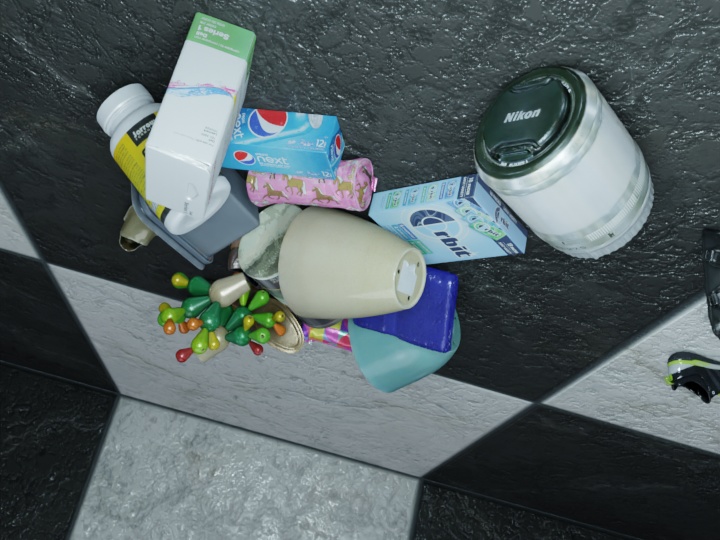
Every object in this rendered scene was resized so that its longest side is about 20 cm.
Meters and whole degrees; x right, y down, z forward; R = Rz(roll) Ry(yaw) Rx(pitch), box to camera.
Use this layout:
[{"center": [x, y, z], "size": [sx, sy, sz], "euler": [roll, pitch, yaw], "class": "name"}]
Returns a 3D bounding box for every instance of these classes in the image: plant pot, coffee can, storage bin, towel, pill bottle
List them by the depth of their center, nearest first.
[{"center": [-0.286, -0.162, 1.080], "size": [0.201, 0.112, 0.113], "euler": [51, 153, 4], "class": "pill bottle"}, {"center": [0.000, 0.000, 1.208], "size": [0.197, 0.191, 0.187], "euler": [10, 158, 37], "class": "plant pot"}, {"center": [-0.261, -0.122, 1.234], "size": [0.132, 0.148, 0.200], "euler": [-23, 143, 12], "class": "storage bin"}, {"center": [0.079, 0.050, 1.322], "size": [0.196, 0.049, 0.151], "euler": [17, 115, 29], "class": "towel"}, {"center": [-0.106, -0.005, 1.351], "size": [0.143, 0.149, 0.200], "euler": [-2, 151, 32], "class": "coffee can"}, {"center": [0.096, 0.114, 1.445], "size": [0.159, 0.205, 0.200], "euler": [-22, 139, 32], "class": "plant pot"}]

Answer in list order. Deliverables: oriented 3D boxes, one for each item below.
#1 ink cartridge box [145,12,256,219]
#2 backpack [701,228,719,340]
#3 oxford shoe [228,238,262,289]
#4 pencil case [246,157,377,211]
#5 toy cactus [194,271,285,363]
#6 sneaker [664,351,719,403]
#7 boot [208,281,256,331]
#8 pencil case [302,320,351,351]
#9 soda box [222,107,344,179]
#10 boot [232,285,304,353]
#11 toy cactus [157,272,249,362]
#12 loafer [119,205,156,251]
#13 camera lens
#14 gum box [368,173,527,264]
[{"center": [-0.204, -0.191, 0.952], "size": [0.082, 0.204, 0.145], "euler": [17, 155, -9], "class": "ink cartridge box"}, {"center": [0.586, 0.015, 1.022], "size": [0.197, 0.167, 0.152], "euler": [-16, 151, 38], "class": "backpack"}, {"center": [-0.184, 0.011, 1.516], "size": [0.198, 0.074, 0.071], "euler": [29, 152, -28], "class": "oxford shoe"}, {"center": [-0.075, -0.134, 1.146], "size": [0.195, 0.087, 0.084], "euler": [5, 135, 23], "class": "pencil case"}, {"center": [-0.224, 0.098, 1.335], "size": [0.200, 0.165, 0.103], "euler": [43, 172, 42], "class": "toy cactus"}, {"center": [0.685, 0.223, 1.464], "size": [0.195, 0.085, 0.072], "euler": [14, 156, 2], "class": "sneaker"}, {"center": [-0.292, 0.100, 1.787], "size": [0.182, 0.066, 0.201], "euler": [17, 160, 0], "class": "boot"}, {"center": [-0.040, 0.139, 1.693], "size": [0.195, 0.090, 0.089], "euler": [11, 155, 6], "class": "pencil case"}, {"center": [-0.126, -0.186, 1.086], "size": [0.195, 0.066, 0.068], "euler": [8, 154, 15], "class": "soda box"}, {"center": [-0.171, 0.092, 1.474], "size": [0.199, 0.074, 0.155], "euler": [40, 178, 16], "class": "boot"}, {"center": [-0.262, 0.063, 1.273], "size": [0.162, 0.201, 0.104], "euler": [-26, 122, -5], "class": "toy cactus"}, {"center": [-0.419, -0.088, 1.447], "size": [0.075, 0.069, 0.200], "euler": [22, 154, -17], "class": "loafer"}, {"center": [0.241, -0.126, 0.891], "size": [0.158, 0.163, 0.199], "euler": [-10, 146, 42], "class": "camera lens"}, {"center": [0.139, -0.075, 1.192], "size": [0.197, 0.045, 0.169], "euler": [-6, 148, 39], "class": "gum box"}]
